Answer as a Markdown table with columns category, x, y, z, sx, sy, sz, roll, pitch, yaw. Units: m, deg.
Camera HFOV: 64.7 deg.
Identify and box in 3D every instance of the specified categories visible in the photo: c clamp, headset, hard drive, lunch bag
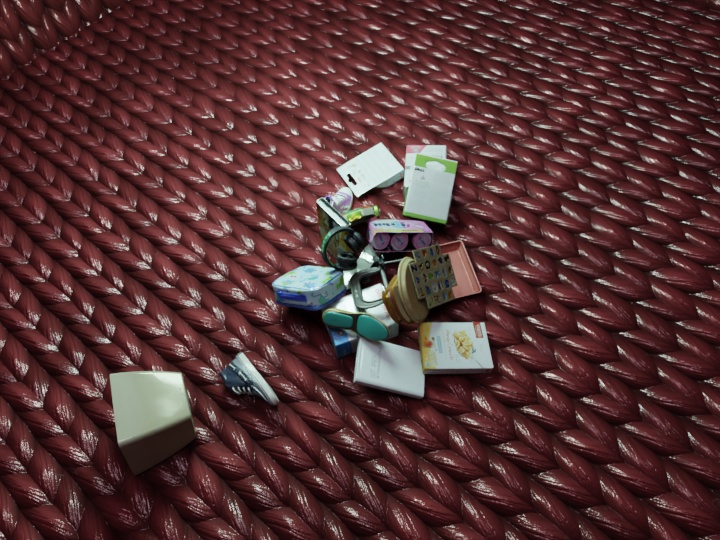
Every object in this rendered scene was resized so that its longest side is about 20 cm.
| category | x | y | z | sx | sy | sz | roll | pitch | yaw |
| --- | --- | --- | --- | --- | --- | --- | --- | --- | --- |
| c clamp | 0.050 | 0.036 | 1.663 | 0.166 | 0.028 | 0.202 | -9 | 39 | 4 |
| headset | -0.021 | -0.051 | 1.660 | 0.094 | 0.197 | 0.126 | 36 | 106 | 51 |
| hard drive | 0.082 | 0.266 | 1.560 | 0.196 | 0.027 | 0.134 | 16 | 55 | -12 |
| lunch bag | -0.154 | 0.052 | 1.682 | 0.196 | 0.084 | 0.160 | 4 | 24 | 36 |

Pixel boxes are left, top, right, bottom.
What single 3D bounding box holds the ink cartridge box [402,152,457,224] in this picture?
| category | x | y | z | sx | sy | sz | roll | pitch | yaw |
| --- | --- | --- | --- | --- | --- | --- | --- | --- | --- |
| ink cartridge box | 0.226 | -0.263 | 1.850 | 0.144 | 0.076 | 0.205 | 12 | 91 | 0 |

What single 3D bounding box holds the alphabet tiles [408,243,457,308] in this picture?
| category | x | y | z | sx | sy | sz | roll | pitch | yaw |
| --- | --- | --- | --- | --- | --- | --- | --- | --- | --- |
| alphabet tiles | 0.212 | 0.014 | 1.639 | 0.198 | 0.006 | 0.170 | -14 | 87 | -47 |

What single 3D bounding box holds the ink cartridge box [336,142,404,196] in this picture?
| category | x | y | z | sx | sy | sz | roll | pitch | yaw |
| --- | --- | --- | --- | --- | --- | --- | --- | --- | --- |
| ink cartridge box | 0.037 | -0.348 | 2.027 | 0.198 | 0.050 | 0.163 | -32 | 59 | -6 |

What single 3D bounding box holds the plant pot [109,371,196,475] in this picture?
| category | x | y | z | sx | sy | sz | roll | pitch | yaw |
| --- | --- | --- | --- | --- | --- | --- | --- | --- | --- |
| plant pot | -0.535 | 0.381 | 1.491 | 0.173 | 0.202 | 0.202 | -13 | 54 | -17 |

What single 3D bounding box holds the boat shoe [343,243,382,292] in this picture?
| category | x | y | z | sx | sy | sz | roll | pitch | yaw |
| --- | --- | --- | --- | --- | --- | --- | --- | --- | --- |
| boat shoe | 0.000 | 0.000 | 1.773 | 0.074 | 0.062 | 0.201 | 22 | 58 | 22 |

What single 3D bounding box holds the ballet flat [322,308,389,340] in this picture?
| category | x | y | z | sx | sy | sz | roll | pitch | yaw |
| --- | --- | --- | --- | --- | --- | --- | --- | --- | --- |
| ballet flat | -0.008 | 0.141 | 1.574 | 0.196 | 0.063 | 0.070 | 16 | 102 | 13 |

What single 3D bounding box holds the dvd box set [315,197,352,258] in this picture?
| category | x | y | z | sx | sy | sz | roll | pitch | yaw |
| --- | --- | --- | --- | --- | --- | --- | --- | --- | --- |
| dvd box set | -0.079 | -0.112 | 1.772 | 0.029 | 0.202 | 0.146 | -33 | 59 | -21 |

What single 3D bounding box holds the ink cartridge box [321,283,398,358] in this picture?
| category | x | y | z | sx | sy | sz | roll | pitch | yaw |
| --- | --- | --- | --- | --- | --- | --- | --- | --- | --- |
| ink cartridge box | -0.001 | 0.146 | 1.658 | 0.196 | 0.085 | 0.146 | -19 | 56 | -8 |

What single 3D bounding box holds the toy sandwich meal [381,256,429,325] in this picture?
| category | x | y | z | sx | sy | sz | roll | pitch | yaw |
| --- | --- | --- | --- | --- | --- | --- | --- | --- | --- |
| toy sandwich meal | 0.133 | 0.063 | 1.612 | 0.069 | 0.205 | 0.209 | -14 | 50 | 29 |

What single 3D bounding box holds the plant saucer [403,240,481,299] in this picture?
| category | x | y | z | sx | sy | sz | roll | pitch | yaw |
| --- | --- | --- | --- | --- | --- | --- | --- | --- | --- |
| plant saucer | 0.250 | 0.014 | 1.757 | 0.195 | 0.037 | 0.203 | -13 | 56 | -4 |

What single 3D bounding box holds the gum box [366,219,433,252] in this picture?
| category | x | y | z | sx | sy | sz | roll | pitch | yaw |
| --- | --- | --- | --- | --- | --- | --- | --- | --- | --- |
| gum box | 0.116 | -0.110 | 1.781 | 0.195 | 0.068 | 0.114 | 0 | 24 | -12 |

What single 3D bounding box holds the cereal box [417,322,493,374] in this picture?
| category | x | y | z | sx | sy | sz | roll | pitch | yaw |
| --- | --- | --- | --- | --- | --- | --- | --- | --- | --- |
| cereal box | 0.264 | 0.217 | 1.598 | 0.195 | 0.040 | 0.147 | -1 | 55 | -6 |

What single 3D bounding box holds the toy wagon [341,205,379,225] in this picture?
| category | x | y | z | sx | sy | sz | roll | pitch | yaw |
| --- | --- | --- | --- | --- | --- | --- | --- | --- | --- |
| toy wagon | -0.015 | -0.169 | 1.815 | 0.152 | 0.200 | 0.040 | -19 | 87 | 2 |

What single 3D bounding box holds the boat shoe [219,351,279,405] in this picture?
| category | x | y | z | sx | sy | sz | roll | pitch | yaw |
| --- | --- | --- | --- | --- | --- | --- | --- | --- | --- |
| boat shoe | -0.311 | 0.325 | 1.580 | 0.092 | 0.075 | 0.199 | -40 | 53 | -13 |

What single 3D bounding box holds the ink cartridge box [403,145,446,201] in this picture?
| category | x | y | z | sx | sy | sz | roll | pitch | yaw |
| --- | --- | --- | --- | --- | --- | --- | --- | --- | --- |
| ink cartridge box | 0.224 | -0.336 | 1.970 | 0.143 | 0.084 | 0.204 | 3 | 55 | 7 |

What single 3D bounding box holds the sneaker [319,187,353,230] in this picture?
| category | x | y | z | sx | sy | sz | roll | pitch | yaw |
| --- | --- | --- | --- | --- | --- | --- | --- | --- | --- |
| sneaker | -0.081 | -0.227 | 1.906 | 0.071 | 0.115 | 0.203 | 14 | 56 | 16 |
